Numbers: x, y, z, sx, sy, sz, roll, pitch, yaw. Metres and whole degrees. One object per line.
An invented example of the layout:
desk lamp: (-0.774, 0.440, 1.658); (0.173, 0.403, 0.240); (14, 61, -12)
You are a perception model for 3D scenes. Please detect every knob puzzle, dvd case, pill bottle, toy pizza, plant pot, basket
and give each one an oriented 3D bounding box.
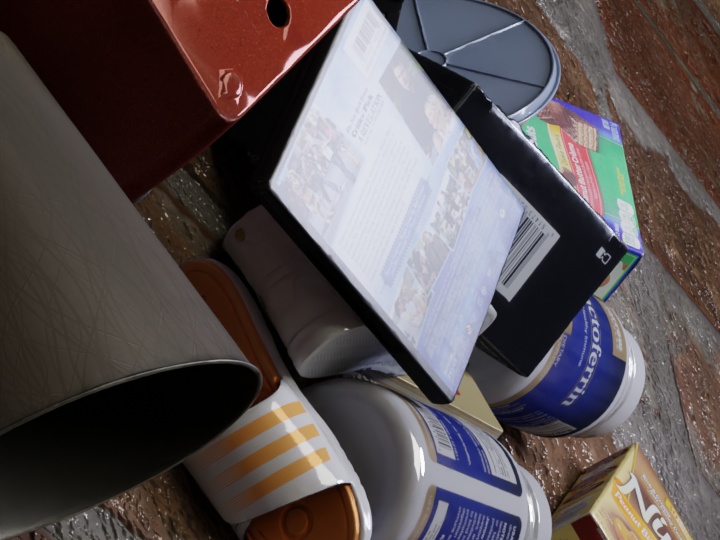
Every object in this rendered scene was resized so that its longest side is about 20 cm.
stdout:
knob puzzle: (-0.012, 0.030, 1.386); (0.219, 0.031, 0.220); (33, 15, -10)
dvd case: (0.020, -0.040, 1.188); (0.200, 0.017, 0.143); (50, 51, -38)
pill bottle: (0.129, 0.059, 1.588); (0.200, 0.115, 0.116); (26, 40, -57)
toy pizza: (0.053, -0.148, 1.640); (0.201, 0.199, 0.032); (-91, -179, -51)
pill bottle: (0.031, 0.139, 1.275); (0.200, 0.115, 0.116); (28, 38, -56)
plant pot: (-0.120, -0.147, 1.083); (0.200, 0.176, 0.200); (-48, 116, -38)
basket: (-0.168, 0.001, 0.964); (0.180, 0.136, 0.201); (-20, 68, -25)

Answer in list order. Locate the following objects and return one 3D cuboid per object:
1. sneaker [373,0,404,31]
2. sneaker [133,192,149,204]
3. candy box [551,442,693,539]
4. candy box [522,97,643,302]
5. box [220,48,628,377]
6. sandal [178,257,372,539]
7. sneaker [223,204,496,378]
sneaker: (-0.006, -0.203, 1.544); (0.075, 0.201, 0.088); (23, 19, -17)
sneaker: (-0.168, -0.109, 1.192); (0.200, 0.078, 0.100); (40, 33, -40)
candy box: (0.204, 0.218, 1.663); (0.116, 0.055, 0.200); (61, 21, -1)
candy box: (0.113, -0.077, 1.696); (0.199, 0.077, 0.170); (19, 38, -18)
box: (0.038, -0.055, 1.425); (0.197, 0.118, 0.200); (43, -6, -40)
sandal: (-0.070, 0.083, 1.180); (0.059, 0.079, 0.207); (15, 41, -61)
sneaker: (0.000, 0.000, 1.270); (0.116, 0.074, 0.200); (56, 23, 20)
